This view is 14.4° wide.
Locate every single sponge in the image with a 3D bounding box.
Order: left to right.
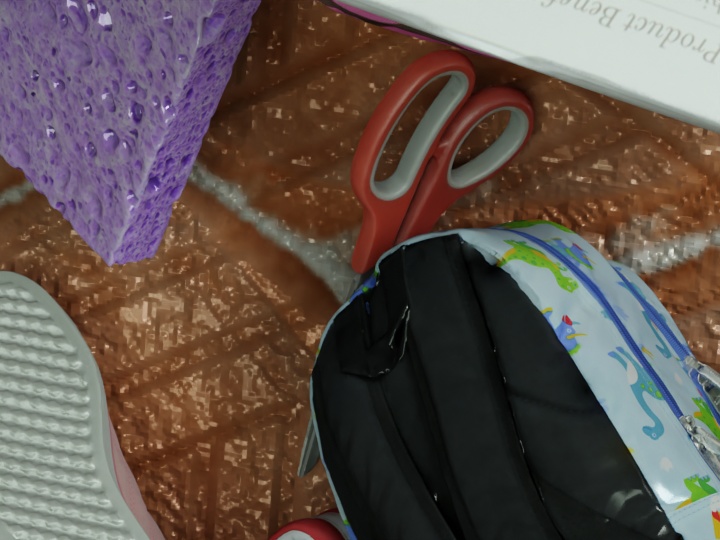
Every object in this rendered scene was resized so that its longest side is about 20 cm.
[{"bbox_3d":[-0.089,-0.110,1.076,0.112,0.030,0.200,45,128,26],"label":"sponge"}]

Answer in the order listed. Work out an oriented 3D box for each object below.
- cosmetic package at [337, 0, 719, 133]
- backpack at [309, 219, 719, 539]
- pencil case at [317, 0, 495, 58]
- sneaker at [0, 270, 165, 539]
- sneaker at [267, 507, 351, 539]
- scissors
[{"bbox_3d":[0.082,-0.161,0.904,0.167,0.166,0.201,21,97,10],"label":"cosmetic package"},{"bbox_3d":[0.065,0.078,1.050,0.200,0.154,0.163,52,128,9],"label":"backpack"},{"bbox_3d":[0.072,-0.118,1.043,0.199,0.091,0.094,18,90,12],"label":"pencil case"},{"bbox_3d":[-0.122,0.104,1.165,0.075,0.105,0.201,-24,67,-12],"label":"sneaker"},{"bbox_3d":[-0.005,0.184,1.119,0.071,0.112,0.201,7,100,39],"label":"sneaker"},{"bbox_3d":[0.000,0.000,1.112,0.200,0.073,0.014,-57,47,23],"label":"scissors"}]
